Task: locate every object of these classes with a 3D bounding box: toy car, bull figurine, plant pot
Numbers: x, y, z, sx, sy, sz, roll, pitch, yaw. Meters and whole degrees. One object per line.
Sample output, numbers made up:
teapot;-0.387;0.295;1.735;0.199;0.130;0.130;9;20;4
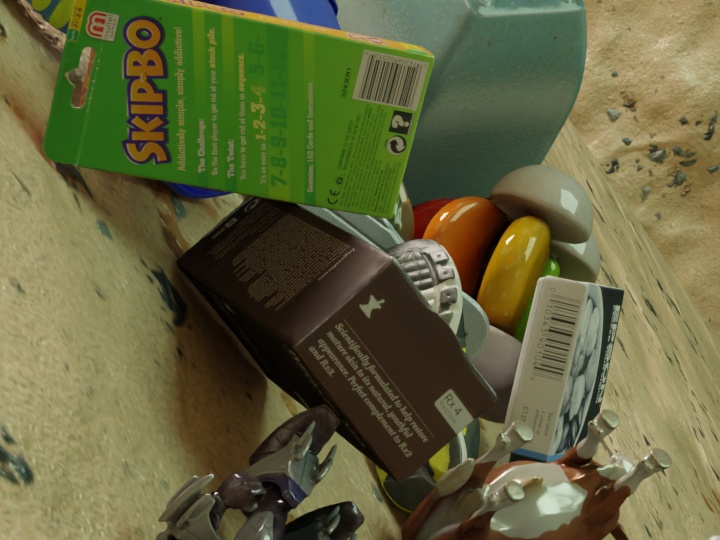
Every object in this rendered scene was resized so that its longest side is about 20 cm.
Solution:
toy car;0.093;0.010;1.529;0.150;0.175;0.200;20;-15;17
bull figurine;0.116;0.141;1.213;0.200;0.121;0.065;-12;57;-36
plant pot;0.065;-0.189;1.564;0.196;0.200;0.197;-9;61;-34

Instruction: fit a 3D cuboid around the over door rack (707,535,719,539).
over door rack;0.165;0.211;1.290;0.200;0.148;0.067;37;45;-60

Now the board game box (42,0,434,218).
board game box;-0.065;-0.090;1.050;0.200;0.096;0.030;8;17;-23

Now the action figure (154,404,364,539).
action figure;-0.040;0.139;0.886;0.130;0.069;0.200;61;15;-14

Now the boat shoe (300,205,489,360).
boat shoe;0.000;0.000;1.365;0.200;0.072;0.071;43;-16;-16

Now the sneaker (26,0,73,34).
sneaker;-0.204;-0.213;1.096;0.200;0.071;0.083;51;1;-36

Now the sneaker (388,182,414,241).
sneaker;-0.033;-0.095;1.474;0.090;0.067;0.200;12;50;-56

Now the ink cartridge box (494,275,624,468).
ink cartridge box;0.150;0.105;1.453;0.200;0.043;0.198;5;97;-73

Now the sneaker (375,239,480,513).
sneaker;0.039;0.076;1.298;0.085;0.074;0.200;60;27;-59

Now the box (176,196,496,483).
box;-0.017;0.030;1.052;0.100;0.075;0.200;53;-11;-23

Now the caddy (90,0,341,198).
caddy;-0.077;-0.122;1.158;0.200;0.141;0.105;48;19;-77
